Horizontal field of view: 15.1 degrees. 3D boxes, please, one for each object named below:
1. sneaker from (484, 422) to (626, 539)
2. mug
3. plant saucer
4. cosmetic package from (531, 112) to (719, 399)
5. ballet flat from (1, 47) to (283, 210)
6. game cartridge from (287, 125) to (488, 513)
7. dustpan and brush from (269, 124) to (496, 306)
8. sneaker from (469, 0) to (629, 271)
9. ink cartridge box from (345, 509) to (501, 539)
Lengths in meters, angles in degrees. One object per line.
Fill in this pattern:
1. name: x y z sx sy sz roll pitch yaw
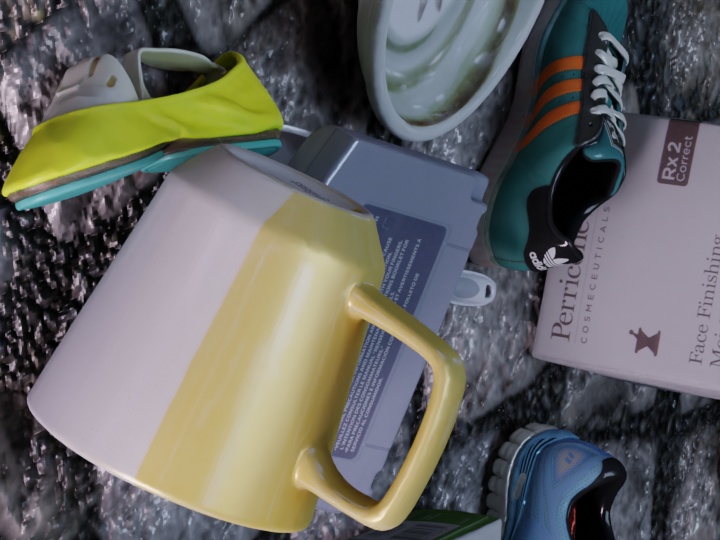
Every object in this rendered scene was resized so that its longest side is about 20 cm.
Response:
1. sneaker: 0.116 0.198 1.667 0.078 0.090 0.201 7 92 -53
2. mug: -0.046 0.032 1.314 0.149 0.186 0.153 -103 -142 -82
3. plant saucer: 0.047 -0.171 1.508 0.200 0.050 0.200 -46 150 -36
4. cosmetic package: 0.242 0.000 1.704 0.165 0.200 0.165 14 85 -55
5. ballet flat: -0.112 -0.075 1.340 0.200 0.067 0.067 -16 88 -54
6. game cartridge: -0.016 0.027 1.436 0.133 0.041 0.200 15 100 -48
7. dustpan and brush: 0.000 0.000 1.496 0.200 0.057 0.140 9 90 -53
8. sneaker: 0.133 -0.087 1.640 0.071 0.080 0.200 41 64 -49
9. ink cartridge box: 0.036 0.246 1.572 0.104 0.059 0.201 -13 104 -63
